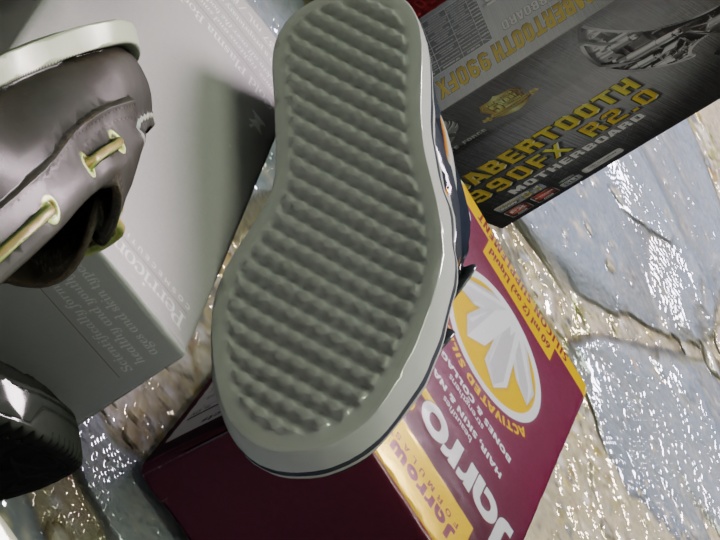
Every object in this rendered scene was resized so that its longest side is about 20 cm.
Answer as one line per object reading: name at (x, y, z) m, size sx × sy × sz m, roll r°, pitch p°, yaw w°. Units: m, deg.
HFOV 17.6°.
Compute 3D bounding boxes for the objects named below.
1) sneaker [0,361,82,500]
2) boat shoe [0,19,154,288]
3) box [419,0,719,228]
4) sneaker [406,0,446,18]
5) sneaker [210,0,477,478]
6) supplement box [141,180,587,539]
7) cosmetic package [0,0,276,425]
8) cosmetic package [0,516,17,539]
sneaker at (-0.158, -0.001, 0.660) m, size 0.199 × 0.060 × 0.105 m, roll 20°, pitch 51°, yaw -49°
boat shoe at (-0.094, -0.022, 0.596) m, size 0.061 × 0.071 × 0.201 m, roll 63°, pitch 15°, yaw -3°
box at (0.101, -0.099, 1.092) m, size 0.158 × 0.199 × 0.049 m, roll 16°, pitch 47°, yaw -58°
sneaker at (0.034, -0.153, 1.165) m, size 0.200 × 0.079 × 0.096 m, roll 44°, pitch 29°, yaw -36°
sneaker at (0.000, 0.000, 0.780) m, size 0.080 × 0.078 × 0.201 m, roll 75°, pitch 18°, yaw -46°
supplement box at (0.009, 0.060, 0.892) m, size 0.111 × 0.085 × 0.200 m, roll 57°, pitch 25°, yaw -12°
cosmetic package at (-0.097, -0.041, 0.787) m, size 0.107 × 0.090 × 0.200 m, roll 49°, pitch 25°, yaw -20°
cosmetic package at (-0.180, 0.026, 0.543) m, size 0.201 × 0.105 × 0.071 m, roll 55°, pitch 26°, yaw -12°
